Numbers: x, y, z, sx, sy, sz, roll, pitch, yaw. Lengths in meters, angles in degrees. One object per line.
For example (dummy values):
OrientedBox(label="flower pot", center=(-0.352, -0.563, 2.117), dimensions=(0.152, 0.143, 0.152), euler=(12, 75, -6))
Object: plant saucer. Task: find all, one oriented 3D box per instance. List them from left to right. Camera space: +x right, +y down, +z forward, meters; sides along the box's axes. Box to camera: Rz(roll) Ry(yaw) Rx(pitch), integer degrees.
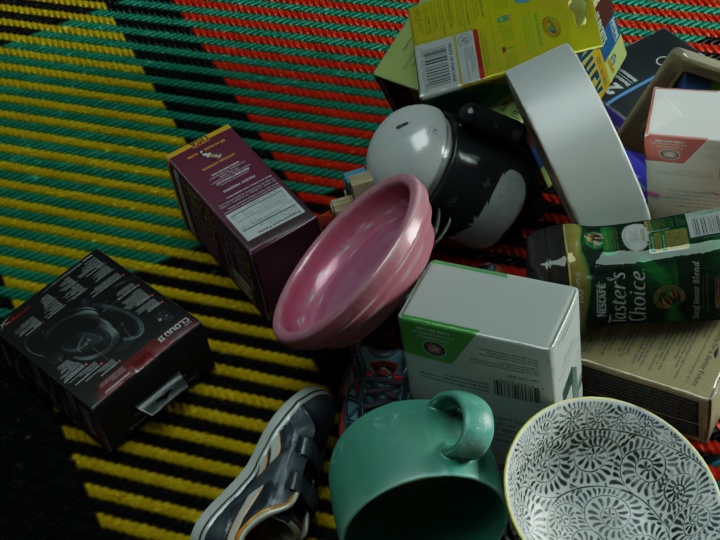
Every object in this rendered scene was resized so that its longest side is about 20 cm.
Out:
OrientedBox(label="plant saucer", center=(0.000, 0.000, 1.450), dimensions=(0.201, 0.051, 0.201), euler=(-42, 20, 19))

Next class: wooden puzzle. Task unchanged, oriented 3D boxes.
OrientedBox(label="wooden puzzle", center=(0.373, -0.140, 1.580), dimensions=(0.185, 0.200, 0.046), euler=(17, 65, -4))

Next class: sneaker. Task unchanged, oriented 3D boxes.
OrientedBox(label="sneaker", center=(-0.069, 0.203, 1.445), dimensions=(0.079, 0.078, 0.200), euler=(21, 65, 34))
OrientedBox(label="sneaker", center=(0.015, 0.106, 1.477), dimensions=(0.079, 0.096, 0.200), euler=(-3, 71, 2))

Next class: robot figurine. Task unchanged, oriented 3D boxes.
OrientedBox(label="robot figurine", center=(0.100, -0.100, 1.636), dimensions=(0.125, 0.200, 0.150), euler=(17, 86, 64))

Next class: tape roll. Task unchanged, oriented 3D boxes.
OrientedBox(label="tape roll", center=(0.216, -0.122, 1.533), dimensions=(0.071, 0.203, 0.203), euler=(-26, 45, 6))

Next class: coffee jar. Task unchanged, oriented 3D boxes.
OrientedBox(label="coffee jar", center=(0.257, 0.003, 1.451), dimensions=(0.200, 0.104, 0.085), euler=(-6, 42, 7))

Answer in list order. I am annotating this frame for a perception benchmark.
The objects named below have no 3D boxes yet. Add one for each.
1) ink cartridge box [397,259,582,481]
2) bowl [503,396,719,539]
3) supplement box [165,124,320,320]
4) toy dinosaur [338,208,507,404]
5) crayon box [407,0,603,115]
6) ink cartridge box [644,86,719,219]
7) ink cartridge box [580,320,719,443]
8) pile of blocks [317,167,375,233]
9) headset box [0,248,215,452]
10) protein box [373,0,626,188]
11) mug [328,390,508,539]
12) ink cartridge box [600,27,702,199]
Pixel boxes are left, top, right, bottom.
OrientedBox(label="ink cartridge box", center=(0.125, 0.100, 1.421), dimensions=(0.146, 0.200, 0.084), euler=(12, 47, 21))
OrientedBox(label="bowl", center=(0.208, 0.219, 1.343), dimensions=(0.200, 0.094, 0.201), euler=(8, 54, -11))
OrientedBox(label="supplement box", center=(-0.123, -0.055, 1.681), dimensions=(0.086, 0.110, 0.200), euler=(-29, 48, -17))
OrientedBox(label="toy dinosaur", center=(0.064, 0.043, 1.602), dimensions=(0.181, 0.105, 0.200), euler=(0, 80, -3))
OrientedBox(label="crayon box", center=(0.158, -0.247, 1.643), dimensions=(0.200, 0.051, 0.127), euler=(-14, 59, 15))
OrientedBox(label="ink cartridge box", center=(0.353, -0.095, 1.558), dimensions=(0.116, 0.200, 0.068), euler=(6, 57, 16))
OrientedBox(label="ink cartridge box", center=(0.302, 0.055, 1.515), dimensions=(0.165, 0.075, 0.200), euler=(18, 52, 25))
OrientedBox(label="pile of blocks", center=(-0.016, -0.060, 1.619), dimensions=(0.062, 0.200, 0.082), euler=(-16, 71, -4))
OrientedBox(label="headset box", center=(-0.262, 0.084, 1.598), dimensions=(0.200, 0.077, 0.149), euler=(31, 60, 33))
OrientedBox(label="protein box", center=(0.162, -0.235, 1.747), dimensions=(0.200, 0.135, 0.199), euler=(23, 73, 30))
OrientedBox(label="mug", center=(0.060, 0.181, 1.376), dimensions=(0.185, 0.152, 0.114), euler=(-31, 41, 16))
OrientedBox(label="ink cartridge box", center=(0.334, -0.182, 1.764), dimensions=(0.200, 0.043, 0.198), euler=(-30, 48, -15))
